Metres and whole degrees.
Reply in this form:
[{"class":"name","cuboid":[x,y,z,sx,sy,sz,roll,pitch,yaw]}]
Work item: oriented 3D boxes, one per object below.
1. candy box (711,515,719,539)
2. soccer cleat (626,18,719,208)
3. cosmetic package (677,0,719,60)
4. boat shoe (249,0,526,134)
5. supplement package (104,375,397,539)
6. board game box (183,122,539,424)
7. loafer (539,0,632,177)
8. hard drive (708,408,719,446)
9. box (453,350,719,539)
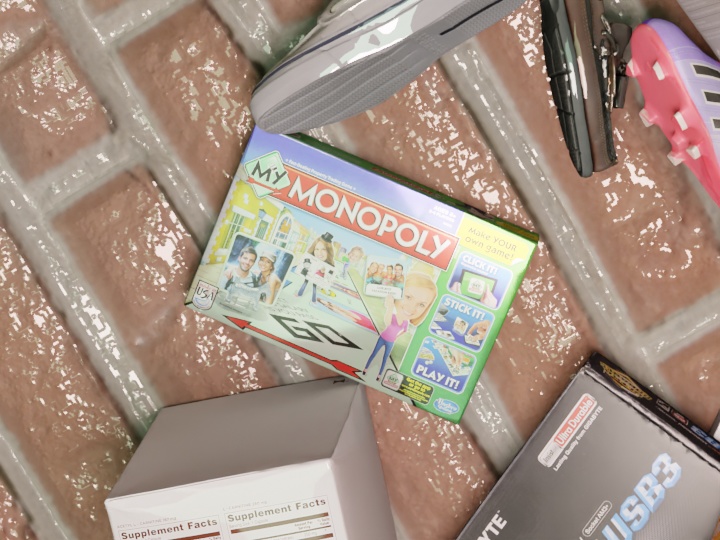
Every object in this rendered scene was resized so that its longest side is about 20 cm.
[{"class":"candy box","cuboid":[0.259,0.135,1.335,0.055,0.116,0.201,24,68,-1]},{"class":"soccer cleat","cuboid":[0.237,-0.081,1.386,0.076,0.067,0.200,-36,106,-10]},{"class":"cosmetic package","cuboid":[0.211,-0.235,1.331,0.107,0.090,0.200,-40,100,-7]},{"class":"boat shoe","cuboid":[0.014,-0.157,1.401,0.199,0.074,0.067,-27,66,11]},{"class":"supplement package","cuboid":[-0.057,0.197,1.423,0.146,0.191,0.201,-10,102,8]},{"class":"board game box","cuboid":[0.000,0.000,1.453,0.199,0.029,0.135,23,106,1]},{"class":"loafer","cuboid":[0.143,-0.160,1.379,0.063,0.072,0.201,-13,98,-3]},{"class":"hard drive","cuboid":[0.334,0.116,1.444,0.199,0.026,0.132,23,105,1]},{"class":"box","cuboid":[0.173,0.190,1.450,0.198,0.050,0.200,37,108,5]}]
